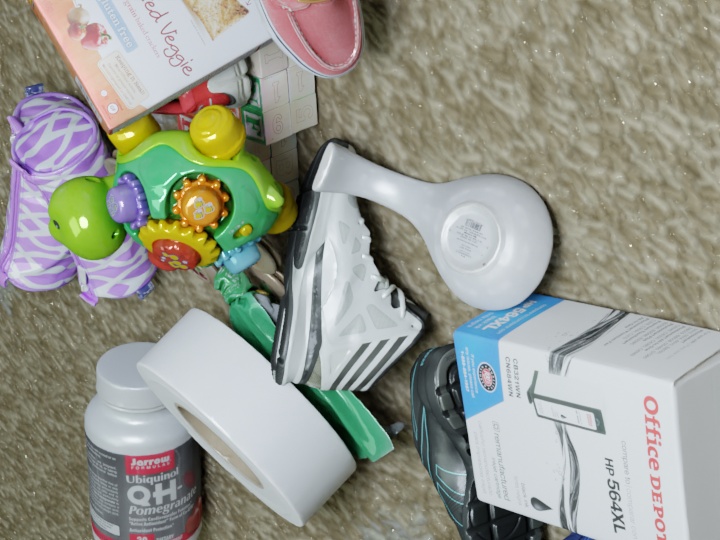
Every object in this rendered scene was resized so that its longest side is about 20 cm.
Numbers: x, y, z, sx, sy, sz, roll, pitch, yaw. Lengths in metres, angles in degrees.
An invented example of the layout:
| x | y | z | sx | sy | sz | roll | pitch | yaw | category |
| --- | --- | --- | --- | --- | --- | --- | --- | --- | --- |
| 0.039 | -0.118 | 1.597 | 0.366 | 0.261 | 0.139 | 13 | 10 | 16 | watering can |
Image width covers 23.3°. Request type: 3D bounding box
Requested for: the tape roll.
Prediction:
| x | y | z | sx | sy | sz | roll | pitch | yaw | category |
| --- | --- | --- | --- | --- | --- | --- | --- | --- | --- |
| -0.099 | 0.126 | 1.497 | 0.202 | 0.071 | 0.202 | 41 | 167 | 12 | tape roll |

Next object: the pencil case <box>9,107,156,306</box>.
| x | y | z | sx | sy | sz | roll | pitch | yaw | category |
| --- | --- | --- | --- | --- | --- | --- | --- | --- | --- |
| -0.248 | -0.056 | 1.577 | 0.084 | 0.085 | 0.200 | 38 | 158 | 37 | pencil case |

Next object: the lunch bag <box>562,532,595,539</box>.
| x | y | z | sx | sy | sz | roll | pitch | yaw | category |
| --- | --- | --- | --- | --- | --- | --- | --- | --- | --- |
| 0.203 | 0.272 | 1.255 | 0.200 | 0.132 | 0.136 | 10 | 117 | 46 | lunch bag |

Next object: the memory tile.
| x | y | z | sx | sy | sz | roll | pitch | yaw | category |
| --- | --- | --- | --- | --- | --- | --- | --- | --- | --- |
| -0.132 | -0.022 | 1.506 | 0.200 | 0.017 | 0.153 | 31 | 157 | 29 | memory tile |

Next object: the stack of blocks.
| x | y | z | sx | sy | sz | roll | pitch | yaw | category |
| --- | --- | --- | --- | --- | --- | --- | --- | --- | --- |
| -0.095 | -0.138 | 1.425 | 0.115 | 0.059 | 0.200 | 24 | 127 | 40 | stack of blocks |

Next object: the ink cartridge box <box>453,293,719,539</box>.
| x | y | z | sx | sy | sz | roll | pitch | yaw | category |
| --- | --- | --- | --- | --- | --- | --- | --- | --- | --- |
| 0.173 | 0.109 | 1.237 | 0.200 | 0.084 | 0.146 | 12 | 118 | 46 | ink cartridge box |

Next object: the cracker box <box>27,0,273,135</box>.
| x | y | z | sx | sy | sz | roll | pitch | yaw | category |
| --- | --- | --- | --- | --- | --- | --- | --- | --- | --- |
| -0.133 | -0.207 | 1.281 | 0.134 | 0.200 | 0.058 | 59 | 172 | -5 | cracker box |

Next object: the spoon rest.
| x | y | z | sx | sy | sz | roll | pitch | yaw | category |
| --- | --- | --- | --- | --- | --- | --- | --- | --- | --- |
| 0.059 | -0.041 | 1.305 | 0.200 | 0.061 | 0.100 | 28 | 102 | 30 | spoon rest |

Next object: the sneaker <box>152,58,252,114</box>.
| x | y | z | sx | sy | sz | roll | pitch | yaw | category |
| --- | --- | --- | --- | --- | --- | --- | --- | --- | --- |
| -0.175 | -0.162 | 1.387 | 0.200 | 0.085 | 0.077 | 12 | 118 | 46 | sneaker |

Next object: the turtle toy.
| x | y | z | sx | sy | sz | roll | pitch | yaw | category |
| --- | --- | --- | --- | --- | --- | --- | --- | --- | --- |
| -0.150 | -0.052 | 1.352 | 0.200 | 0.101 | 0.146 | 3 | 152 | 26 | turtle toy |

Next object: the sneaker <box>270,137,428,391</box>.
| x | y | z | sx | sy | sz | roll | pitch | yaw | category |
| --- | --- | --- | --- | --- | --- | --- | --- | --- | --- |
| 0.000 | 0.000 | 1.396 | 0.076 | 0.115 | 0.201 | -176 | 96 | -78 | sneaker |

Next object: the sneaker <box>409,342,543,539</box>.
| x | y | z | sx | sy | sz | roll | pitch | yaw | category |
| --- | --- | --- | --- | --- | --- | --- | --- | --- | --- |
| 0.089 | 0.152 | 1.382 | 0.079 | 0.075 | 0.200 | -3 | 102 | 64 | sneaker |

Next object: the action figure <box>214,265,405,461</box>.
| x | y | z | sx | sy | sz | roll | pitch | yaw | category |
| --- | --- | --- | --- | --- | --- | --- | --- | --- | --- |
| -0.049 | 0.072 | 1.453 | 0.200 | 0.055 | 0.118 | 47 | 158 | -6 | action figure |

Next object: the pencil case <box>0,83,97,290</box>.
| x | y | z | sx | sy | sz | roll | pitch | yaw | category |
| --- | --- | --- | --- | --- | --- | --- | --- | --- | --- |
| -0.300 | -0.073 | 1.665 | 0.084 | 0.085 | 0.200 | 40 | 136 | 29 | pencil case |

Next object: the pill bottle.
| x | y | z | sx | sy | sz | roll | pitch | yaw | category |
| --- | --- | --- | --- | --- | --- | --- | --- | --- | --- |
| -0.210 | 0.173 | 1.688 | 0.111 | 0.111 | 0.200 | 28 | 130 | 37 | pill bottle |

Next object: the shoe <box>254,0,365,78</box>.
| x | y | z | sx | sy | sz | roll | pitch | yaw | category |
| --- | --- | --- | --- | --- | --- | --- | --- | --- | --- |
| -0.037 | -0.207 | 1.198 | 0.091 | 0.071 | 0.200 | 48 | 164 | 55 | shoe |
